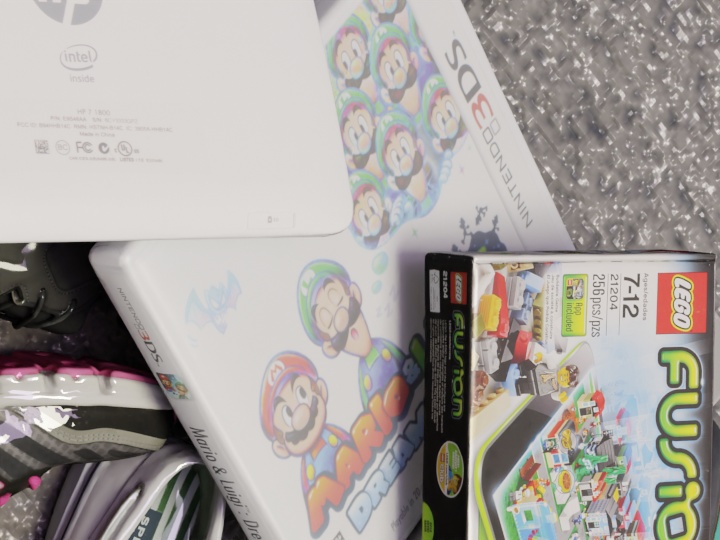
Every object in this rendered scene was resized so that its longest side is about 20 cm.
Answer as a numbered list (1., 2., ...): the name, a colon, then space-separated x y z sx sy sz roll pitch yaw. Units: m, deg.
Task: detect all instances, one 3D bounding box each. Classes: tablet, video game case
1. tablet: -0.096 -0.072 0.963 0.199 0.014 0.131 -1 72 -35
2. video game case: 0.000 0.000 1.072 0.200 0.024 0.183 -51 129 -34

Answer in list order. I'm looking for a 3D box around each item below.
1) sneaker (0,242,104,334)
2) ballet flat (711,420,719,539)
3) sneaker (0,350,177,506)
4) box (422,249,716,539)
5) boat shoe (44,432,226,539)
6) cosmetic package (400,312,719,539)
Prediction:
1. sneaker: -0.133 -0.018 1.031 0.199 0.076 0.091 -10 100 -26
2. ballet flat: 0.093 0.147 1.158 0.073 0.073 0.201 18 86 -27
3. sneaker: -0.157 0.080 1.021 0.199 0.074 0.088 -10 96 -22
4. box: 0.076 0.093 1.073 0.109 0.035 0.201 -1 94 -30
5. boat shoe: -0.099 0.153 1.055 0.073 0.067 0.201 15 85 -27
6. cosmetic package: 0.057 0.086 1.129 0.200 0.082 0.051 -46 113 -19
